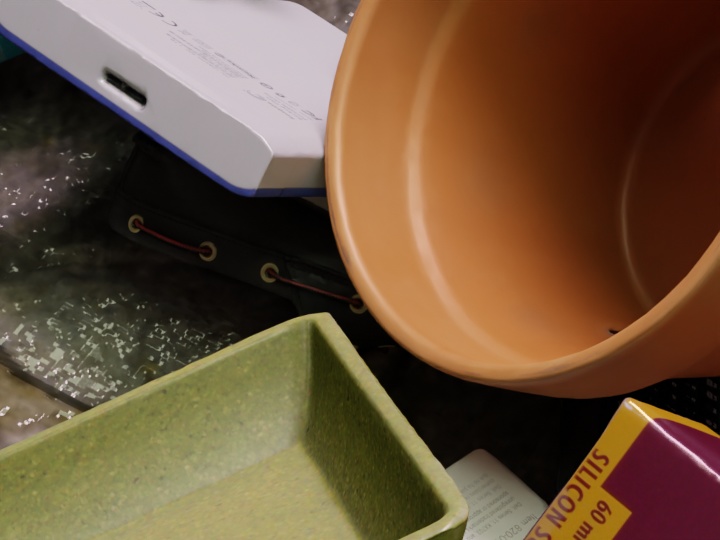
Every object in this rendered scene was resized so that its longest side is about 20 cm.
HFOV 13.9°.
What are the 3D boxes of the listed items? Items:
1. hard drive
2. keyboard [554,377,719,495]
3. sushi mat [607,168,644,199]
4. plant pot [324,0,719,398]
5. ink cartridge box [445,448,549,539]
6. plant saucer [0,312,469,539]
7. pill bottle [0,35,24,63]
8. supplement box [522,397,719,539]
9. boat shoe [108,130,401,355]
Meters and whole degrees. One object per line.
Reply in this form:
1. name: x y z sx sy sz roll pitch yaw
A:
1. hard drive: -0.036 -0.069 1.137 0.132 0.025 0.200 34 17 24
2. keyboard: 0.124 0.047 1.091 0.104 0.040 0.200 37 31 -16
3. sushi mat: 0.159 -0.068 1.175 0.200 0.012 0.096 -23 11 0
4. plant pot: 0.106 -0.045 1.035 0.140 0.200 0.200 18 33 -46
5. ink cartridge box: 0.066 0.165 0.984 0.117 0.067 0.200 -31 60 -34
6. plant saucer: -0.072 0.102 0.955 0.200 0.048 0.200 -25 22 -6
7. pill bottle: -0.125 -0.151 1.169 0.200 0.111 0.111 -25 54 -5
8. supplement box: 0.134 0.143 0.880 0.200 0.110 0.086 39 8 23
9. boat shoe: 0.000 -0.001 1.134 0.201 0.063 0.074 26 14 1
